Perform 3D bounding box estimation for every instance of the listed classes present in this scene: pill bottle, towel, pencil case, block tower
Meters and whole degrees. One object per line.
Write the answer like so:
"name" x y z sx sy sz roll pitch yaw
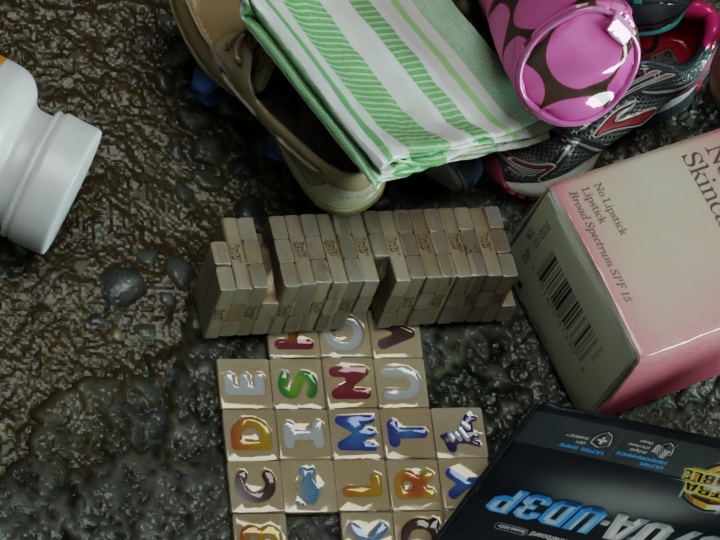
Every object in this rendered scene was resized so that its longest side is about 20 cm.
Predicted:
"pill bottle" -0.260 -0.088 1.543 0.199 0.111 0.111 25 60 -3
"towel" 0.023 -0.125 1.586 0.153 0.023 0.200 51 33 15
"pencil case" 0.123 -0.171 1.654 0.091 0.093 0.200 51 13 -31
"block tower" 0.000 0.000 1.603 0.199 0.058 0.054 -2 57 -19

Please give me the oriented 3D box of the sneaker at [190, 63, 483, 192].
"sneaker" -0.019 -0.092 1.647 0.199 0.077 0.085 29 70 7

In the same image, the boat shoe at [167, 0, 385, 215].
"boat shoe" -0.049 -0.127 1.585 0.071 0.065 0.200 -36 77 -10

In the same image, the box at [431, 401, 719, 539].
"box" 0.149 0.159 1.506 0.199 0.046 0.159 11 47 38

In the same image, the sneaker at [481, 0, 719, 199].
"sneaker" 0.152 -0.119 1.700 0.200 0.075 0.081 -34 78 -27

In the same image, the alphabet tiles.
"alphabet tiles" -0.001 0.115 1.580 0.166 0.008 0.201 0 65 -16

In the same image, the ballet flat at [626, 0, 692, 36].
"ballet flat" 0.206 -0.222 1.724 0.073 0.073 0.200 32 33 1

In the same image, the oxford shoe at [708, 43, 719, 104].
"oxford shoe" 0.269 -0.145 1.701 0.071 0.075 0.200 57 42 -5

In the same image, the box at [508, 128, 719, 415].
"box" 0.211 -0.006 1.642 0.199 0.109 0.128 -19 71 -23
